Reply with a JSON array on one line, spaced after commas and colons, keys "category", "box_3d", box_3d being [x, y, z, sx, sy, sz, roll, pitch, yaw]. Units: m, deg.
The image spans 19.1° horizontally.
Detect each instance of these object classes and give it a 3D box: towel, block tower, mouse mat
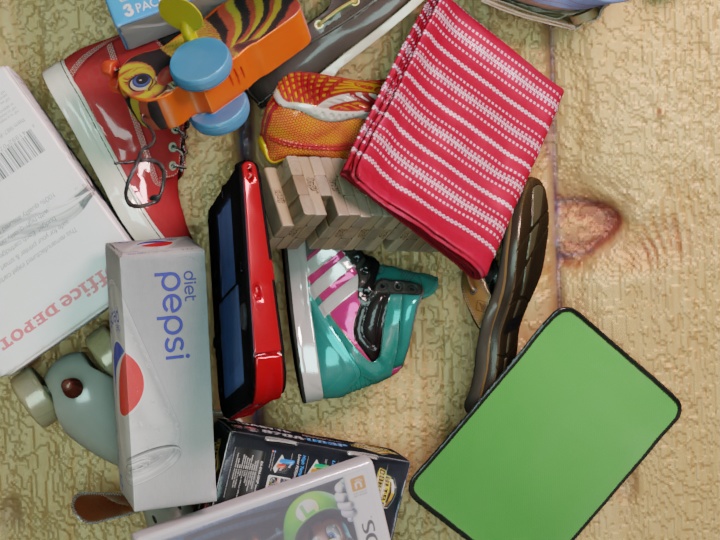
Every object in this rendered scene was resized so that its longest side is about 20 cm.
[{"category": "towel", "box_3d": [0.076, -0.107, 1.658, 0.145, 0.022, 0.200, 37, 58, -19]}, {"category": "block tower", "box_3d": [0.015, -0.050, 1.656, 0.200, 0.054, 0.058, -1, 61, -33]}, {"category": "mouse mat", "box_3d": [0.151, 0.143, 1.723, 0.161, 0.008, 0.200, 40, 91, -28]}]

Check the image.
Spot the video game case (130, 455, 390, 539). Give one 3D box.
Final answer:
[{"category": "video game case", "box_3d": [-0.064, 0.260, 1.675, 0.200, 0.023, 0.182, -17, 104, -17]}]

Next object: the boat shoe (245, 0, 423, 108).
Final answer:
[{"category": "boat shoe", "box_3d": [-0.011, -0.201, 1.689, 0.201, 0.072, 0.061, -42, 99, 4]}]

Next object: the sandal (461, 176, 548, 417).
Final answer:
[{"category": "sandal", "box_3d": [0.106, 0.021, 1.719, 0.055, 0.082, 0.200, 16, 101, 18]}]

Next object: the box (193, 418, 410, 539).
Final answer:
[{"category": "box", "box_3d": [-0.060, 0.230, 1.709, 0.159, 0.046, 0.200, 11, 94, -22]}]

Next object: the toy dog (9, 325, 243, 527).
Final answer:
[{"category": "toy dog", "box_3d": [-0.190, 0.136, 1.695, 0.200, 0.096, 0.132, 35, 93, -4]}]

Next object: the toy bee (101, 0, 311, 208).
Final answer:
[{"category": "toy bee", "box_3d": [-0.139, -0.151, 1.609, 0.109, 0.200, 0.131, 30, 133, 32]}]

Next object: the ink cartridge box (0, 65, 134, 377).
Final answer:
[{"category": "ink cartridge box", "box_3d": [-0.275, -0.037, 1.679, 0.145, 0.084, 0.200, -35, 90, -1]}]

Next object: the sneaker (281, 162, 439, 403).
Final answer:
[{"category": "sneaker", "box_3d": [0.000, 0.000, 1.699, 0.121, 0.084, 0.200, -6, 91, -5]}]

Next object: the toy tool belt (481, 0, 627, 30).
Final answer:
[{"category": "toy tool belt", "box_3d": [0.179, -0.251, 1.667, 0.200, 0.123, 0.125, 7, 94, -3]}]

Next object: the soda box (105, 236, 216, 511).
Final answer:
[{"category": "soda box", "box_3d": [-0.152, 0.078, 1.624, 0.068, 0.063, 0.200, -5, 102, -16]}]

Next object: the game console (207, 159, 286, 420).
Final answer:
[{"category": "game console", "box_3d": [-0.093, 0.020, 1.627, 0.031, 0.200, 0.177, -7, 83, -12]}]

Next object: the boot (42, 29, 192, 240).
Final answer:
[{"category": "boot", "box_3d": [-0.143, -0.105, 1.694, 0.144, 0.072, 0.200, -28, 91, -1]}]

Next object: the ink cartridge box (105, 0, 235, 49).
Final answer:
[{"category": "ink cartridge box", "box_3d": [-0.165, -0.288, 1.656, 0.115, 0.068, 0.200, -21, 80, -2]}]

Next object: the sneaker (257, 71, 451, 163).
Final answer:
[{"category": "sneaker", "box_3d": [0.008, -0.108, 1.684, 0.200, 0.073, 0.077, 7, 126, -28]}]
